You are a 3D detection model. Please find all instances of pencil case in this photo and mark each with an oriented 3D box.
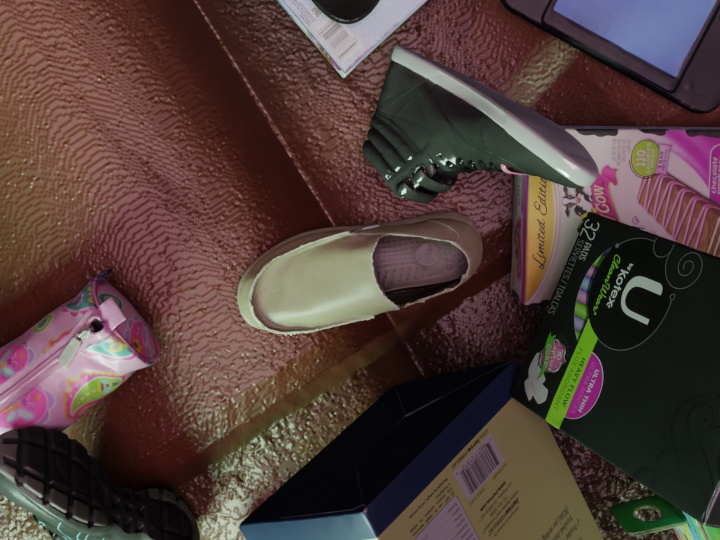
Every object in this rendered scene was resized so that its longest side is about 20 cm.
[{"bbox_3d":[-0.249,0.088,0.814,0.199,0.087,0.088,-35,99,3],"label":"pencil case"}]

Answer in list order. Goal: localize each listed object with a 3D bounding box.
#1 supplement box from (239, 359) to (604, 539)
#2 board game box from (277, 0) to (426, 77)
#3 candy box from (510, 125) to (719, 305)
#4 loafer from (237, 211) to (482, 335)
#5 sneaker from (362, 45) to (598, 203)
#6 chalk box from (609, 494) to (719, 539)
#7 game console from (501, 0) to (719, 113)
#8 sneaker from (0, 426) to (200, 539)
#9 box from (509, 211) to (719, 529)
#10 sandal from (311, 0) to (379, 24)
[{"bbox_3d":[0.059,0.207,0.775,0.134,0.200,0.201,-18,102,45],"label":"supplement box"},{"bbox_3d":[-0.004,-0.286,0.796,0.199,0.041,0.200,-41,98,3],"label":"board game box"},{"bbox_3d":[0.220,-0.044,0.834,0.198,0.061,0.138,-1,99,-3],"label":"candy box"},{"bbox_3d":[0.000,0.000,0.823,0.198,0.068,0.076,-17,99,-1],"label":"loafer"},{"bbox_3d":[0.080,-0.081,0.783,0.200,0.070,0.100,37,109,36],"label":"sneaker"},{"bbox_3d":[0.296,0.163,0.837,0.199,0.124,0.124,-27,99,2],"label":"chalk box"},{"bbox_3d":[0.230,-0.233,0.779,0.199,0.116,0.177,27,96,-6],"label":"game console"},{"bbox_3d":[-0.212,0.189,0.809,0.079,0.076,0.200,-34,130,18],"label":"sneaker"},{"bbox_3d":[0.223,0.067,0.703,0.124,0.200,0.150,19,97,-31],"label":"box"},{"bbox_3d":[0.004,-0.277,0.753,0.074,0.045,0.202,16,97,-5],"label":"sandal"}]
